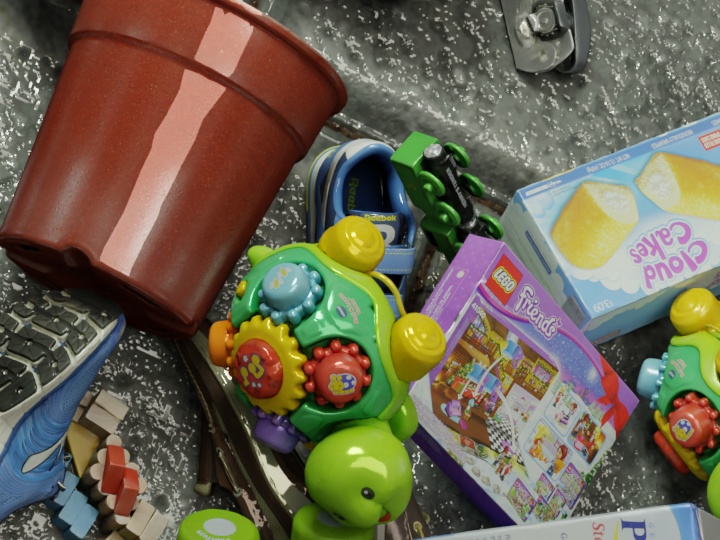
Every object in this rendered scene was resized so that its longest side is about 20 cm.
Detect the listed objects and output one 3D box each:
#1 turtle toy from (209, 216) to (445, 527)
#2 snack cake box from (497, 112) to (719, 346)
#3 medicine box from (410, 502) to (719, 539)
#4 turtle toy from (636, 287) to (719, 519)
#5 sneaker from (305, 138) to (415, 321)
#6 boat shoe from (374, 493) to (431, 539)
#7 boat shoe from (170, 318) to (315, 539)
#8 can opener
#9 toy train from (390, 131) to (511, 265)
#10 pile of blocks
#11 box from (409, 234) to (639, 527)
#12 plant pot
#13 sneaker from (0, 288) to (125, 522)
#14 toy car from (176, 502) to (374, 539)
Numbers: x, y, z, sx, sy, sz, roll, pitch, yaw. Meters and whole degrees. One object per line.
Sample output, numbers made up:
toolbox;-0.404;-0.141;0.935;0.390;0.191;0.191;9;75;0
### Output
turtle toy;-0.023;0.071;1.559;0.101;0.146;0.201;-20;74;-45
snack cake box;0.214;-0.028;1.793;0.199;0.067;0.116;-21;69;-25
medicine box;0.151;0.226;1.607;0.198;0.182;0.104;-10;75;17
turtle toy;0.268;0.115;1.732;0.101;0.200;0.146;-38;122;3
sneaker;0.000;0.000;1.707;0.073;0.082;0.202;1;77;-23
boat shoe;0.019;0.192;1.672;0.059;0.072;0.202;1;70;-39
boat shoe;-0.085;0.128;1.647;0.075;0.075;0.203;-33;75;3
can opener;0.130;-0.246;1.850;0.067;0.053;0.202;4;71;-54
toy train;0.075;-0.019;1.705;0.042;0.056;0.201;-47;134;-21
pile of blocks;-0.169;0.167;1.608;0.082;0.062;0.201;-20;83;-24
box;0.104;0.089;1.688;0.200;0.039;0.137;47;69;-38
plant pot;-0.138;-0.072;1.624;0.200;0.201;0.196;28;76;-12
sneaker;-0.223;0.099;1.581;0.200;0.078;0.089;-50;141;-7
toy car;-0.039;0.269;1.525;0.156;0.200;0.166;-2;116;-21
